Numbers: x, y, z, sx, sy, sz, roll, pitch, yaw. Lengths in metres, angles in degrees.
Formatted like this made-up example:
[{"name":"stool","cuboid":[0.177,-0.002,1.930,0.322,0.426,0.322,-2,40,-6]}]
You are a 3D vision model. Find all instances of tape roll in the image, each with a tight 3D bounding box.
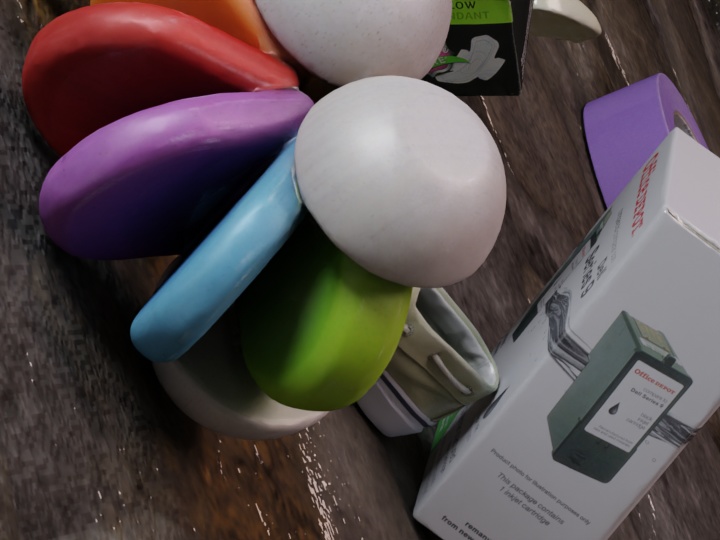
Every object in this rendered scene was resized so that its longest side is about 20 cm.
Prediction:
[{"name":"tape roll","cuboid":[0.241,-0.049,2.303,0.200,0.066,0.200,-22,90,-76]}]

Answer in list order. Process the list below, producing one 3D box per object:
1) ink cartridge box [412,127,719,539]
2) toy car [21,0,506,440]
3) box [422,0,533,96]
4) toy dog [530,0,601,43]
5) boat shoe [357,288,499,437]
[{"name":"ink cartridge box","cuboid":[0.122,0.044,1.439,0.084,0.200,0.146,36,19,-5]},{"name":"toy car","cuboid":[-0.051,-0.042,1.105,0.150,0.175,0.200,6,57,-34]},{"name":"box","cuboid":[-0.003,-0.189,1.320,0.200,0.148,0.124,79,15,-45]},{"name":"toy dog","cuboid":[0.052,-0.240,1.640,0.194,0.139,0.200,21,72,-62]},{"name":"boat shoe","cuboid":[0.000,0.000,1.361,0.200,0.062,0.072,53,20,-44]}]
